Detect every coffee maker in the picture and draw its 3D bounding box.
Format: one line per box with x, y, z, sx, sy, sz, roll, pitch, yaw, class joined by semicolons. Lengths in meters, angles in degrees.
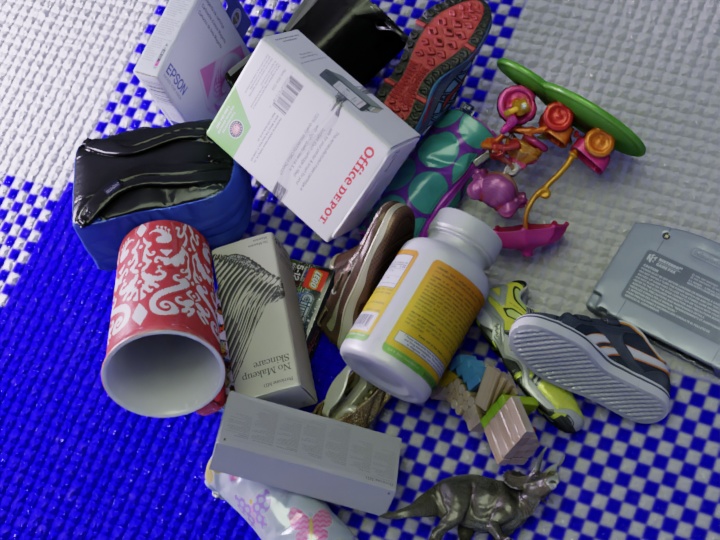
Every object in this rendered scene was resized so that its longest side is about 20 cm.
-0.051;-0.253;1.817;0.200;0.135;0.192;-47;26;5;coffee maker

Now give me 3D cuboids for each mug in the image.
-0.222;0.063;1.681;0.133;0.178;0.200;-2;43;-6;mug

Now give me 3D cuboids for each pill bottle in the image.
0.073;0.035;1.626;0.111;0.111;0.200;24;72;25;pill bottle

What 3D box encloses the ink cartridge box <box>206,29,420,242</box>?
-0.055;-0.155;1.698;0.200;0.084;0.146;42;120;12;ink cartridge box

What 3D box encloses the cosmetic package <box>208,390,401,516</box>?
-0.059;0.201;1.620;0.200;0.051;0.083;16;37;-5;cosmetic package

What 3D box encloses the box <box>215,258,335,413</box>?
-0.121;0.078;1.763;0.136;0.038;0.200;14;71;22;box

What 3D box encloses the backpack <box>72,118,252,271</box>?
-0.228;-0.089;1.796;0.200;0.168;0.163;-15;52;7;backpack

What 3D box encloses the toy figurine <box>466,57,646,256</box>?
0.193;-0.114;1.698;0.200;0.150;0.184;33;88;1;toy figurine

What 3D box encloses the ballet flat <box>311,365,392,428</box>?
0.016;0.115;1.684;0.070;0.065;0.200;22;71;49;ballet flat

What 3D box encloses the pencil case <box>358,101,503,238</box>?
0.086;-0.098;1.755;0.092;0.085;0.200;25;75;45;pencil case

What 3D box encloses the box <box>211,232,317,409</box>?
-0.111;0.064;1.706;0.082;0.068;0.200;-18;62;8;box

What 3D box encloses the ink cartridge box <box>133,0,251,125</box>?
-0.192;-0.278;1.858;0.043;0.196;0.200;19;73;22;ink cartridge box

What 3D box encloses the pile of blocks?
0.145;0.137;1.610;0.200;0.062;0.082;42;118;52;pile of blocks

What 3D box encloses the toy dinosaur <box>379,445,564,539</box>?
0.125;0.258;1.599;0.200;0.077;0.102;-6;53;19;toy dinosaur

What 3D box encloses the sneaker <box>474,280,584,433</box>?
0.194;0.090;1.643;0.076;0.075;0.200;-33;63;1;sneaker

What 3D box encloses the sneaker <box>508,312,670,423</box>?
0.246;0.087;1.590;0.078;0.200;0.079;-41;26;45;sneaker

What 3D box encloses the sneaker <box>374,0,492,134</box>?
0.084;-0.233;1.737;0.079;0.096;0.200;40;97;16;sneaker

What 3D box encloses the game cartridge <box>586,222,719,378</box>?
0.368;0.030;1.640;0.200;0.040;0.133;29;80;26;game cartridge

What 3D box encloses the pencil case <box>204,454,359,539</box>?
-0.087;0.267;1.640;0.091;0.083;0.200;-36;61;-17;pencil case

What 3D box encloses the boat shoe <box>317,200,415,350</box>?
-0.004;0.002;1.688;0.075;0.075;0.203;34;119;24;boat shoe
